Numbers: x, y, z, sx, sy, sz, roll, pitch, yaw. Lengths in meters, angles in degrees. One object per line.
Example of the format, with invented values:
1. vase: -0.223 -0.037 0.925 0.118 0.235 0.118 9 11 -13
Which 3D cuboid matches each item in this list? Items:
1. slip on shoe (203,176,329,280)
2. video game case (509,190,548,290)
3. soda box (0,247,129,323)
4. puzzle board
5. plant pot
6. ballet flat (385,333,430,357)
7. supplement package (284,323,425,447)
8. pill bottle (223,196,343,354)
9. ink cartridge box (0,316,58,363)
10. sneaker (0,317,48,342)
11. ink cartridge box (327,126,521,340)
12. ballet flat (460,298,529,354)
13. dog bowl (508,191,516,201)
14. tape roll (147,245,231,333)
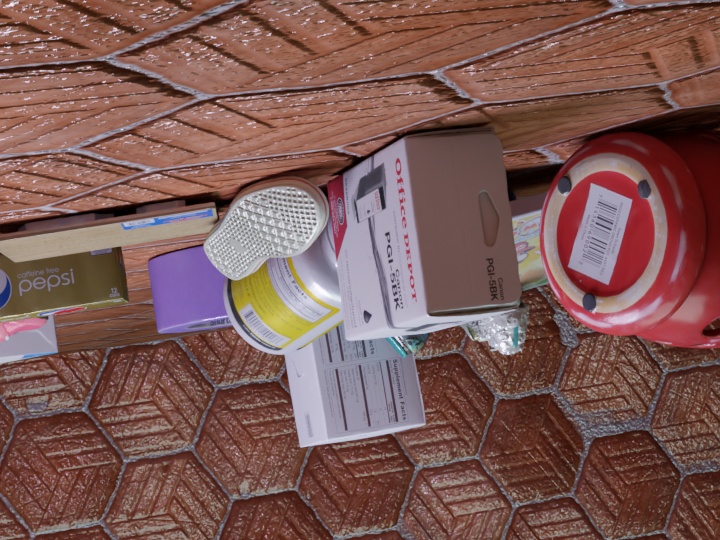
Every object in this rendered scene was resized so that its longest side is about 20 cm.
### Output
1. slip on shoe: -0.078 -0.046 1.408 0.061 0.074 0.200 -46 -173 -27
2. video game case: 0.169 -0.024 1.636 0.199 0.023 0.182 -15 154 -17
3. soda box: -0.334 0.015 1.583 0.198 0.065 0.068 -8 176 -4
4. puzzle board: -0.227 -0.038 1.445 0.198 0.018 0.151 -9 174 -4
5. plant pot: 0.277 -0.029 1.433 0.182 0.202 0.200 0 170 -44
6. ballet flat: 0.000 0.000 1.638 0.074 0.200 0.074 -43 -170 10
7. supplement package: -0.013 0.107 1.757 0.110 0.157 0.200 -9 174 -11
8. pill bottle: -0.037 -0.003 1.508 0.111 0.112 0.200 -6 162 -38
9. ink cartridge box: -0.529 0.099 2.224 0.199 0.068 0.116 -12 174 40
10. sneaker: -0.500 0.091 2.058 0.199 0.087 0.074 -8 177 -16
11. ink cartridge box: 0.047 -0.025 1.315 0.082 0.148 0.200 -5 174 -20
12. ballet flat: 0.137 0.054 1.770 0.071 0.072 0.200 -8 -170 -10
13. dog bowl: 0.080 -0.030 1.756 0.199 0.079 0.200 -9 176 -1
14. tape roll: -0.145 0.017 1.864 0.198 0.086 0.200 -9 175 -1
